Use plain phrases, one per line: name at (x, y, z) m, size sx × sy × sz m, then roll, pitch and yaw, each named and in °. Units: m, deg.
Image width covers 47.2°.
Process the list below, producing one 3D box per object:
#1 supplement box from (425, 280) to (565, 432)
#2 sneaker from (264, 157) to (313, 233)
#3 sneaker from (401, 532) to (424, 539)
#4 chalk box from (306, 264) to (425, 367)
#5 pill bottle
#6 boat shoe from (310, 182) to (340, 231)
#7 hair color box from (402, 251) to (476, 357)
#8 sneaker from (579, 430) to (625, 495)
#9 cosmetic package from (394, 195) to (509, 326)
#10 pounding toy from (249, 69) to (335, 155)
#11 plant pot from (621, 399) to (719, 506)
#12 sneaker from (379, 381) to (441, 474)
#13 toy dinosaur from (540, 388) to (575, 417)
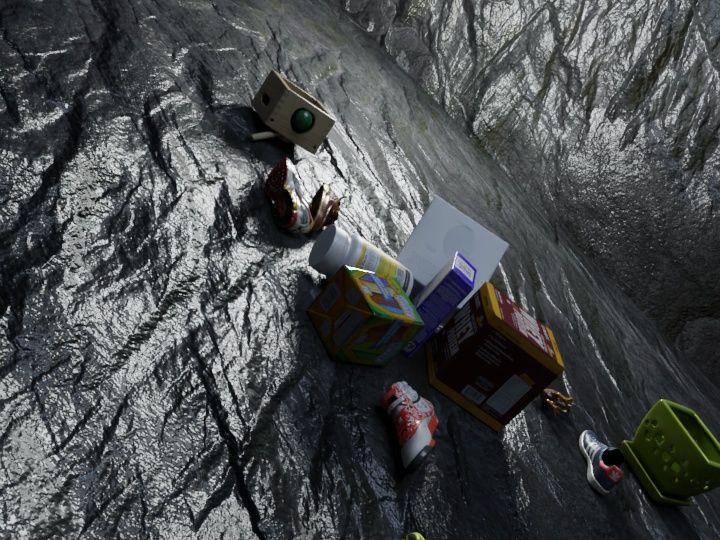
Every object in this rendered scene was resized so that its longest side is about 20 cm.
supplement box at (0.269, 0.175, 1.672) m, size 0.196 × 0.201 × 0.134 m, roll 35°, pitch 23°, yaw -17°
sneaker at (-0.148, -0.154, 1.735) m, size 0.081 × 0.077 × 0.203 m, roll 28°, pitch 36°, yaw -40°
sneaker at (0.095, 0.449, 1.100) m, size 0.084 × 0.073 × 0.202 m, roll 55°, pitch 5°, yaw -45°
chalk box at (0.024, 0.090, 1.515) m, size 0.198 × 0.125 × 0.125 m, roll 14°, pitch 35°, yaw -47°
pill bottle at (0.000, 0.000, 1.646) m, size 0.198 × 0.115 × 0.115 m, roll 33°, pitch 24°, yaw -23°
boat shoe at (-0.076, -0.133, 1.806) m, size 0.067 × 0.072 × 0.201 m, roll 35°, pitch 21°, yaw -10°
hair color box at (0.147, 0.068, 1.656) m, size 0.065 × 0.200 × 0.110 m, roll 41°, pitch 22°, yaw -4°
sneaker at (0.557, 0.420, 1.875) m, size 0.074 × 0.085 × 0.201 m, roll 36°, pitch 23°, yaw -13°
cosmetic package at (0.184, -0.011, 1.803) m, size 0.197 × 0.123 × 0.202 m, roll 34°, pitch 64°, yaw 4°
pounding toy at (-0.180, -0.367, 1.998) m, size 0.182 × 0.143 × 0.201 m, roll 28°, pitch 16°, yaw -32°
plant pot at (0.780, 0.465, 2.045) m, size 0.197 × 0.182 × 0.202 m, roll 20°, pitch 31°, yaw -41°
sneaker at (0.073, 0.257, 1.382) m, size 0.108 × 0.067 × 0.201 m, roll 42°, pitch 19°, yaw 0°
toy dinosaur at (0.446, 0.299, 1.965) m, size 0.199 × 0.061 × 0.106 m, roll 38°, pitch -2°, yaw -26°
